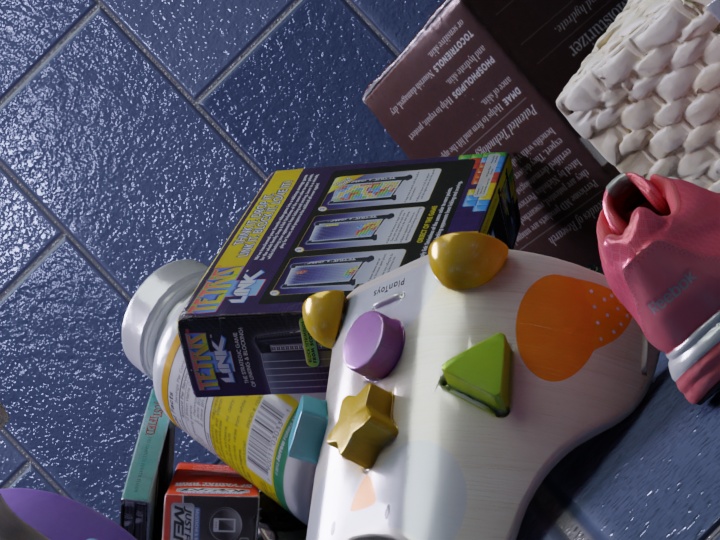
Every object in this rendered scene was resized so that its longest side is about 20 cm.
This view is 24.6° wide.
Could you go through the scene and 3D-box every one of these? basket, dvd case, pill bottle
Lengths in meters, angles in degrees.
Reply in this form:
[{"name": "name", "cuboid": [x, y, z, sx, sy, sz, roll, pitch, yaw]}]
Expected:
[{"name": "basket", "cuboid": [0.212, -0.117, 0.864, 0.124, 0.135, 0.200, -49, 4, -26]}, {"name": "dvd case", "cuboid": [-0.144, 0.201, 1.106, 0.146, 0.022, 0.202, -88, 4, -67]}, {"name": "pill bottle", "cuboid": [-0.063, 0.072, 1.065, 0.112, 0.199, 0.114, -29, -46, -35]}]

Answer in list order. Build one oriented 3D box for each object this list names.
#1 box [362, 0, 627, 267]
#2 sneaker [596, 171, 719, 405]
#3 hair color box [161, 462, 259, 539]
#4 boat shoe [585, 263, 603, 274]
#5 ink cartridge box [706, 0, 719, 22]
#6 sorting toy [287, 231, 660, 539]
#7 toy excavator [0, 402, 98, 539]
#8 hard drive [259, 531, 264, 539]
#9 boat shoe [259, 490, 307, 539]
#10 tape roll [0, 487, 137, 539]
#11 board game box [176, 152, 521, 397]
[{"name": "box", "cuboid": [0.142, -0.113, 1.098, 0.166, 0.200, 0.164, -41, 0, -30]}, {"name": "sneaker", "cuboid": [0.146, -0.016, 0.729, 0.074, 0.087, 0.200, -42, 2, 17]}, {"name": "hair color box", "cuboid": [-0.099, 0.193, 1.099, 0.200, 0.063, 0.113, 159, 114, -84]}, {"name": "boat shoe", "cuboid": [0.077, 0.056, 1.001, 0.199, 0.066, 0.074, -45, 2, -9]}, {"name": "ink cartridge box", "cuboid": [0.227, -0.117, 0.697, 0.200, 0.116, 0.067, -45, 2, -33]}, {"name": "sorting toy", "cuboid": [0.025, 0.093, 0.780, 0.199, 0.106, 0.182, -25, 37, 43]}, {"name": "toy excavator", "cuboid": [-0.140, 0.156, 0.783, 0.100, 0.199, 0.196, -46, -26, -37]}, {"name": "hard drive", "cuboid": [-0.019, 0.161, 1.376, 0.200, 0.033, 0.140, -45, 2, 5]}, {"name": "boat shoe", "cuboid": [-0.031, 0.156, 1.167, 0.072, 0.066, 0.201, -50, 2, -34]}, {"name": "tape roll", "cuboid": [-0.196, 0.236, 0.974, 0.200, 0.200, 0.085, -43, 2, 34]}, {"name": "board game box", "cuboid": [0.000, 0.000, 0.990, 0.163, 0.057, 0.200, -4, 27, 18]}]
